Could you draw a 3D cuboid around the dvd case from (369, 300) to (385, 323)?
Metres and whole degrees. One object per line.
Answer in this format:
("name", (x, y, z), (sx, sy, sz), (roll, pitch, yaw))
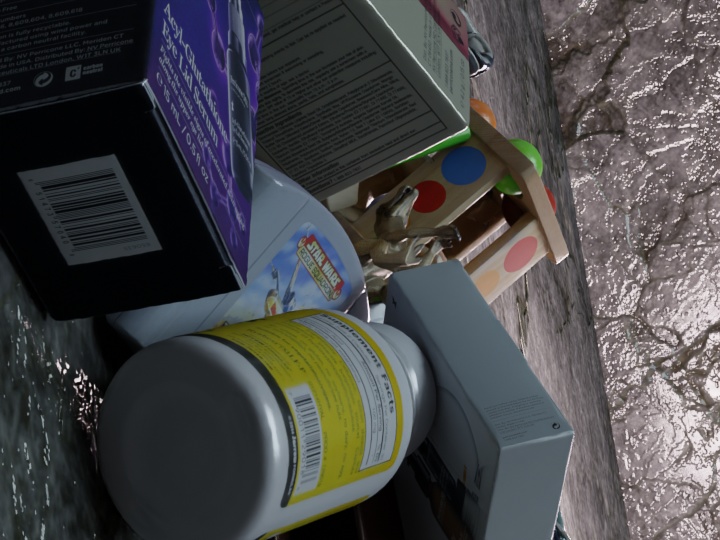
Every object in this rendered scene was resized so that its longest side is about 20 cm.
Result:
("dvd case", (-0.012, 0.127, 1.429), (0.150, 0.025, 0.202), (-11, 90, -46))

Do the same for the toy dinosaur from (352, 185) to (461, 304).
("toy dinosaur", (0.000, 0.000, 1.456), (0.200, 0.101, 0.059), (-30, 119, -50))

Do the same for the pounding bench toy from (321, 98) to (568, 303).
("pounding bench toy", (0.049, -0.059, 1.619), (0.124, 0.156, 0.200), (45, -9, 33))

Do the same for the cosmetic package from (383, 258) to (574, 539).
("cosmetic package", (0.057, 0.119, 1.313), (0.151, 0.051, 0.201), (-120, -153, -44))

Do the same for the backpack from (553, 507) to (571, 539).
("backpack", (0.074, 0.198, 1.604), (0.126, 0.167, 0.201), (8, 56, -36))

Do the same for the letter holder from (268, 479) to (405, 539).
("letter holder", (-0.027, 0.222, 1.292), (0.142, 0.100, 0.202), (-38, 118, -74))

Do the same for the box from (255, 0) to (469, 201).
("box", (-0.039, -0.155, 1.325), (0.200, 0.127, 0.109), (48, 29, -35))

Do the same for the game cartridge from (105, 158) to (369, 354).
("game cartridge", (-0.060, 0.021, 1.254), (0.041, 0.133, 0.200), (40, -8, 29))

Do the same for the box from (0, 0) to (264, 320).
("box", (-0.120, -0.101, 1.095), (0.148, 0.104, 0.201), (66, 19, -47))

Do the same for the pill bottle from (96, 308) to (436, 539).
("pill bottle", (-0.040, 0.079, 1.186), (0.200, 0.111, 0.112), (-10, 90, -60))

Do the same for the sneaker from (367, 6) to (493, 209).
("sneaker", (0.037, -0.116, 1.740), (0.077, 0.145, 0.204), (-63, 143, -73))
